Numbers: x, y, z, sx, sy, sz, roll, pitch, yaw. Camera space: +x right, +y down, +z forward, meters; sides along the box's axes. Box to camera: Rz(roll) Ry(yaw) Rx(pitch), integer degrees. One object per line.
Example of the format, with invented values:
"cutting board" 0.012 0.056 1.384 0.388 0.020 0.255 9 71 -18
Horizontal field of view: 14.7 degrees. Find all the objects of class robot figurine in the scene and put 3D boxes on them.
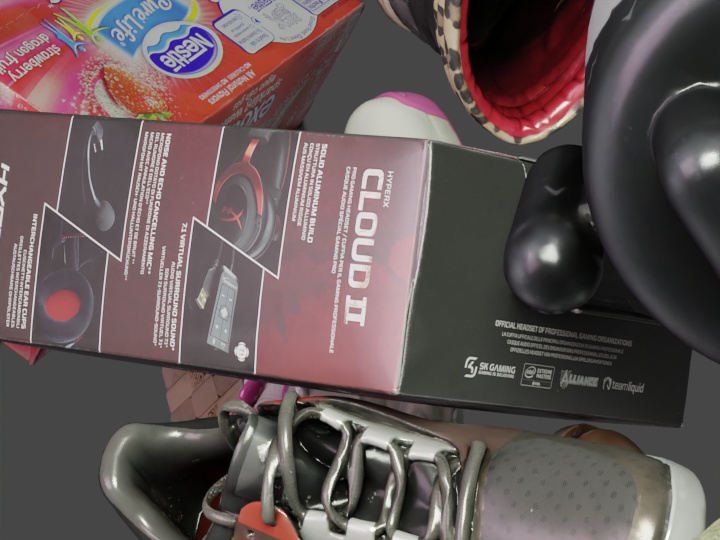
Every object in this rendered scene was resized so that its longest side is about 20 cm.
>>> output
"robot figurine" 0.117 -0.048 0.717 0.200 0.150 0.125 -74 -10 -68

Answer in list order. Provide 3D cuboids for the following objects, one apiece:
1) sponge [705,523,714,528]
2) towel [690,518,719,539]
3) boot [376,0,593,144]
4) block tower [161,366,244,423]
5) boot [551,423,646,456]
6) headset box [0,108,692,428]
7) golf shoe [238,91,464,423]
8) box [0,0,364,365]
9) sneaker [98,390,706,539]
"sponge" 0.137 0.181 0.832 0.200 0.030 0.112 52 127 43
"towel" 0.150 0.049 0.653 0.037 0.200 0.148 55 176 -10
"boot" 0.054 -0.149 0.910 0.151 0.073 0.201 -110 33 -64
"block tower" -0.030 0.080 1.059 0.058 0.054 0.201 -42 54 43
"boot" 0.140 0.086 0.743 0.200 0.064 0.187 -33 50 34
"headset box" 0.000 0.000 0.855 0.199 0.148 0.075 6 88 39
"golf shoe" 0.000 0.032 0.991 0.075 0.091 0.201 -16 72 56
"box" -0.094 -0.062 1.027 0.100 0.200 0.096 35 123 8
"sneaker" 0.001 0.072 0.785 0.199 0.082 0.077 -5 58 41
